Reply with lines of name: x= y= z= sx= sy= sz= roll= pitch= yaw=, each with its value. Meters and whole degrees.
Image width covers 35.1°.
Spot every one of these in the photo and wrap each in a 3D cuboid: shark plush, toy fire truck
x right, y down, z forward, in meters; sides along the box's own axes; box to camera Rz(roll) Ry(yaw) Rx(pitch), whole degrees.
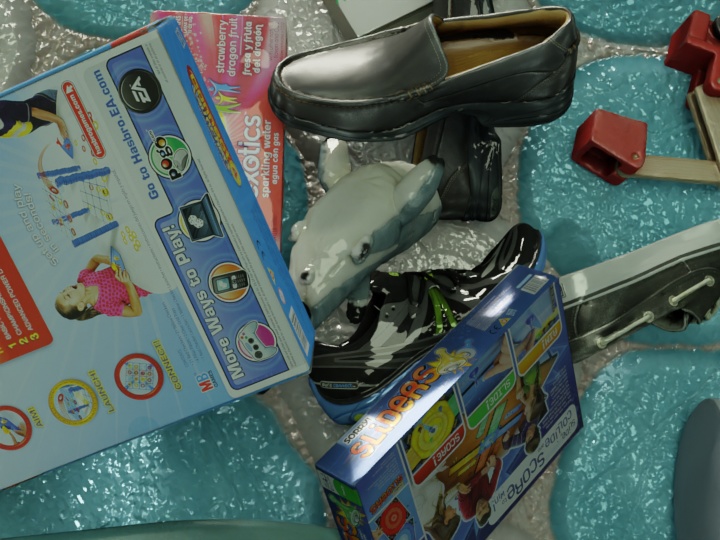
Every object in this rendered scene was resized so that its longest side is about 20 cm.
shark plush: x=0.000 y=0.000 z=0.720 sx=0.090 sy=0.084 sz=0.201 roll=6 pitch=49 yaw=22
toy fire truck: x=0.271 y=-0.115 z=0.854 sx=0.198 sy=0.049 sz=0.143 roll=19 pitch=76 yaw=-3

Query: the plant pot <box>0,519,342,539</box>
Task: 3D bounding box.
plant pot: x=-0.107 y=0.219 z=0.689 sx=0.197 sy=0.141 sz=0.143 roll=-7 pitch=78 yaw=-16

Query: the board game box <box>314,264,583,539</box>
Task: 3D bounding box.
board game box: x=0.065 y=0.109 z=0.715 sx=0.034 sy=0.137 sz=0.200 roll=19 pitch=48 yaw=40

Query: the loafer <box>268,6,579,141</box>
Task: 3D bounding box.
loafer: x=0.040 y=-0.132 z=0.713 sx=0.197 sy=0.073 sz=0.073 roll=-9 pitch=57 yaw=-8

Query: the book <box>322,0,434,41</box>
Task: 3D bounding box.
book: x=0.052 y=-0.261 z=0.868 sx=0.198 sy=0.048 sz=0.135 roll=-27 pitch=76 yaw=-11

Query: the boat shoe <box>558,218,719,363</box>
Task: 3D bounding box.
boat shoe: x=0.217 y=0.012 z=0.802 sx=0.198 sy=0.071 sz=0.064 roll=-19 pitch=83 yaw=-19

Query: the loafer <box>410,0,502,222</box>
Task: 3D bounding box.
loafer: x=0.059 y=-0.134 z=0.803 sx=0.071 sy=0.073 sz=0.203 roll=-4 pitch=93 yaw=-2

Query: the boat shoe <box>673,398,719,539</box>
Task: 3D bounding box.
boat shoe: x=0.268 y=0.187 z=0.763 sx=0.085 sy=0.075 sz=0.204 roll=10 pitch=59 yaw=-14

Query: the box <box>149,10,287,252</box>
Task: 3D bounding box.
box: x=-0.100 y=-0.063 z=0.772 sx=0.094 sy=0.100 sz=0.203 roll=2 pitch=77 yaw=-6

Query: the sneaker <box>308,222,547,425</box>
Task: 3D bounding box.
sneaker: x=0.047 y=0.025 z=0.784 sx=0.199 sy=0.071 sz=0.083 roll=-34 pitch=89 yaw=-10

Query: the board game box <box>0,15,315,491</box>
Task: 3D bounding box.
board game box: x=-0.151 y=-0.006 z=0.622 sx=0.194 sy=0.056 sz=0.202 roll=-20 pitch=107 yaw=8
